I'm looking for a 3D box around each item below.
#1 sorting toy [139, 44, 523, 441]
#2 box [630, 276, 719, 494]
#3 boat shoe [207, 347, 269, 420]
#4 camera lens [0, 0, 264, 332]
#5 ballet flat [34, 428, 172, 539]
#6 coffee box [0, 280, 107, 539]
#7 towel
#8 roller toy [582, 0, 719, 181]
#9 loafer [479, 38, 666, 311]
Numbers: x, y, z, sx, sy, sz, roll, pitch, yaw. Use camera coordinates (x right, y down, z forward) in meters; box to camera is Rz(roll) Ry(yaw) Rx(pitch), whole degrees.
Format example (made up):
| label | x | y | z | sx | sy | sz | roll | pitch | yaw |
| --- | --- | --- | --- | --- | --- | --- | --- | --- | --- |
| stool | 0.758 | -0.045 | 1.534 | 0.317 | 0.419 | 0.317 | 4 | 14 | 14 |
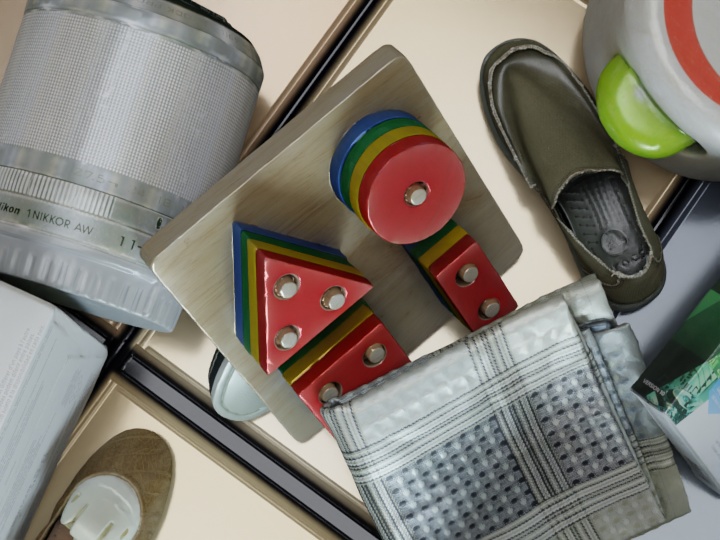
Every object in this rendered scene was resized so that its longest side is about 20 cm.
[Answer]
| label | x | y | z | sx | sy | sz | roll | pitch | yaw |
| --- | --- | --- | --- | --- | --- | --- | --- | --- | --- |
| sorting toy | 0.000 | 0.000 | 1.141 | 0.200 | 0.199 | 0.070 | -40 | 42 | -4 |
| box | 0.265 | 0.036 | 1.160 | 0.036 | 0.144 | 0.200 | 34 | 83 | 38 |
| boat shoe | -0.039 | 0.008 | 1.210 | 0.200 | 0.076 | 0.060 | -50 | 46 | 3 |
| camera lens | -0.159 | -0.077 | 1.172 | 0.159 | 0.160 | 0.201 | 16 | 83 | 3 |
| ballet flat | -0.190 | 0.189 | 1.180 | 0.068 | 0.072 | 0.200 | 37 | 84 | 5 |
| coffee box | -0.298 | 0.086 | 1.132 | 0.197 | 0.200 | 0.201 | 24 | 83 | 5 |
| towel | 0.100 | 0.121 | 1.160 | 0.199 | 0.035 | 0.193 | -26 | 112 | -3 |
| roller toy | 0.244 | -0.153 | 1.185 | 0.199 | 0.140 | 0.184 | 5 | 84 | -8 |
| loafer | 0.146 | -0.070 | 1.210 | 0.075 | 0.070 | 0.201 | -31 | 83 | -3 |
